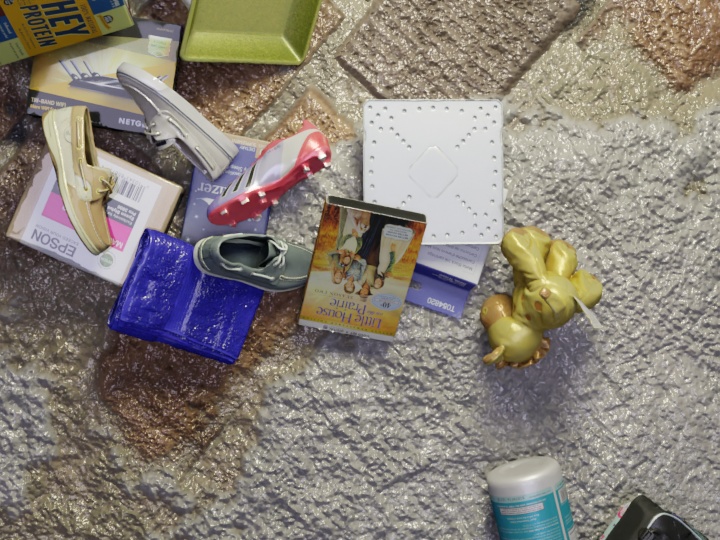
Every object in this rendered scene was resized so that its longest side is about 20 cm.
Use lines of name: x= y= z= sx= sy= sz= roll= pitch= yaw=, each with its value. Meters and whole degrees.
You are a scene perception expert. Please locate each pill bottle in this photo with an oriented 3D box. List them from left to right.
pill bottle: x=0.254 y=0.379 z=1.609 sx=0.109 sy=0.111 sz=0.203 roll=-14 pitch=93 yaw=-4

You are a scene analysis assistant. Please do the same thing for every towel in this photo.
towel: x=-0.234 y=0.042 z=1.550 sx=0.198 sy=0.049 sz=0.149 roll=20 pitch=95 yaw=-30

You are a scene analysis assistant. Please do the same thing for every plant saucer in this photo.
plant saucer: x=-0.145 y=-0.381 z=1.515 sx=0.198 sy=0.048 sz=0.202 roll=-5 pitch=129 yaw=-34

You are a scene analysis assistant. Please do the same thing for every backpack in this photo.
backpack: x=0.428 y=0.442 z=1.603 sx=0.199 sy=0.151 sz=0.178 roll=36 pitch=87 yaw=-10

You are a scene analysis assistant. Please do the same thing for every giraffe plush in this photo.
giraffe plush: x=0.239 y=0.059 z=1.580 sx=0.171 sy=0.201 sz=0.163 roll=20 pitch=125 yaw=-32

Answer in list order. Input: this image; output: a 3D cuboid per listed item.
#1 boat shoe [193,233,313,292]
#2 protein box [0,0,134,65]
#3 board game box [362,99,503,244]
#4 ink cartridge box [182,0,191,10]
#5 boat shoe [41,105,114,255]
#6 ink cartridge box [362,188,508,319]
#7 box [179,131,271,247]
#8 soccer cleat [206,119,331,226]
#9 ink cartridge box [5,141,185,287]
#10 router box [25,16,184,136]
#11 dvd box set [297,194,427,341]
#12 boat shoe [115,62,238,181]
boat shoe: x=-0.131 y=-0.014 z=1.552 sx=0.198 sy=0.062 sz=0.074 roll=8 pitch=76 yaw=-33
protein box: x=-0.425 y=-0.412 z=1.474 sx=0.196 sy=0.135 sz=0.202 roll=-17 pitch=63 yaw=-3
board game box: x=0.102 y=-0.138 z=1.578 sx=0.197 sy=0.026 sz=0.203 roll=0 pitch=91 yaw=-3
ink cartridge box: x=-0.230 y=-0.475 z=1.551 sx=0.146 sy=0.083 sz=0.201 roll=-37 pitch=94 yaw=-2
boat shoe: x=-0.363 y=-0.122 z=1.486 sx=0.066 sy=0.074 sz=0.202 roll=-18 pitch=93 yaw=2
ink cartridge box: x=0.090 y=-0.053 z=1.614 sx=0.197 sy=0.041 sz=0.202 roll=18 pitch=91 yaw=-5
box: x=-0.187 y=-0.092 z=1.597 sx=0.120 sy=0.032 sz=0.203 roll=11 pitch=92 yaw=-5
soccer cleat: x=-0.132 y=-0.133 z=1.561 sx=0.199 sy=0.067 sz=0.077 roll=-32 pitch=64 yaw=1
ink cartridge box: x=-0.367 y=-0.082 z=1.562 sx=0.198 sy=0.075 sz=0.166 roll=23 pitch=89 yaw=-6
router box: x=-0.355 y=-0.278 z=1.565 sx=0.197 sy=0.052 sz=0.159 roll=8 pitch=91 yaw=-5
dvd box set: x=0.000 y=0.000 z=1.567 sx=0.144 sy=0.030 sz=0.202 roll=12 pitch=120 yaw=-7
boat shoe: x=-0.259 y=-0.197 z=1.520 sx=0.200 sy=0.071 sz=0.070 roll=40 pitch=78 yaw=-25
